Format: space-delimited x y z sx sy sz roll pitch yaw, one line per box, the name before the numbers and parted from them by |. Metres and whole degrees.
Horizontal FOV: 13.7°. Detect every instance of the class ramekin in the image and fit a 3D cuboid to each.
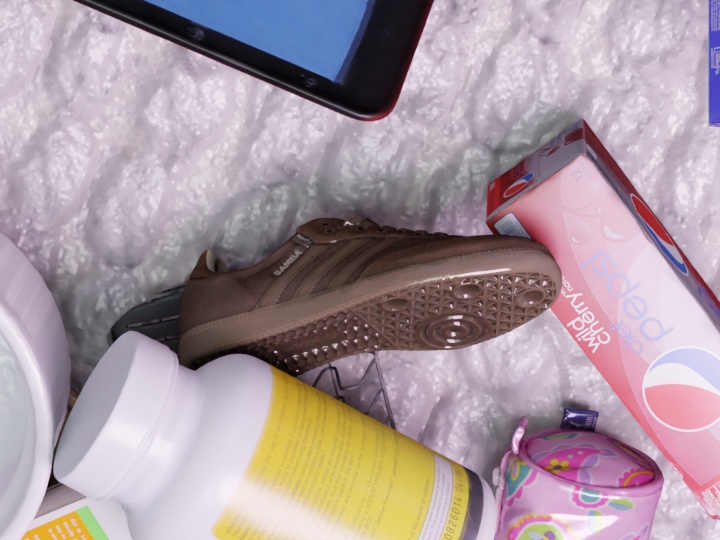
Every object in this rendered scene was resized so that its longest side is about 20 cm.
ramekin | -0.240 0.057 1.497 0.200 0.098 0.201 3 111 7

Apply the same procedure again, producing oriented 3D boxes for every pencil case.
pencil case | 0.094 0.177 1.549 0.087 0.087 0.200 12 108 0

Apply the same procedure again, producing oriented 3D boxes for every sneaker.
sneaker | 0.000 0.000 1.479 0.200 0.076 0.070 -13 148 16

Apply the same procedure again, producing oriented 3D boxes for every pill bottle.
pill bottle | -0.042 0.109 1.459 0.200 0.112 0.112 29 108 -16

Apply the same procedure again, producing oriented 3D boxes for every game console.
game console | -0.043 -0.195 1.428 0.200 0.119 0.173 23 108 -4

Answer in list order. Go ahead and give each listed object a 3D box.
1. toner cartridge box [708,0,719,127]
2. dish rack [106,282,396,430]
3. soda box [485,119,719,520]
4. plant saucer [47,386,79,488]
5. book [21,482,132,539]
toner cartridge box | 0.210 -0.165 1.381 0.095 0.043 0.201 1 90 -18
dish rack | -0.047 0.099 1.558 0.153 0.055 0.200 -12 106 7
soda box | 0.145 0.026 1.512 0.063 0.070 0.200 -35 102 13
plant saucer | -0.216 0.123 1.586 0.200 0.029 0.201 2 108 6
book | -0.166 0.190 1.556 0.200 0.048 0.134 -24 104 20
